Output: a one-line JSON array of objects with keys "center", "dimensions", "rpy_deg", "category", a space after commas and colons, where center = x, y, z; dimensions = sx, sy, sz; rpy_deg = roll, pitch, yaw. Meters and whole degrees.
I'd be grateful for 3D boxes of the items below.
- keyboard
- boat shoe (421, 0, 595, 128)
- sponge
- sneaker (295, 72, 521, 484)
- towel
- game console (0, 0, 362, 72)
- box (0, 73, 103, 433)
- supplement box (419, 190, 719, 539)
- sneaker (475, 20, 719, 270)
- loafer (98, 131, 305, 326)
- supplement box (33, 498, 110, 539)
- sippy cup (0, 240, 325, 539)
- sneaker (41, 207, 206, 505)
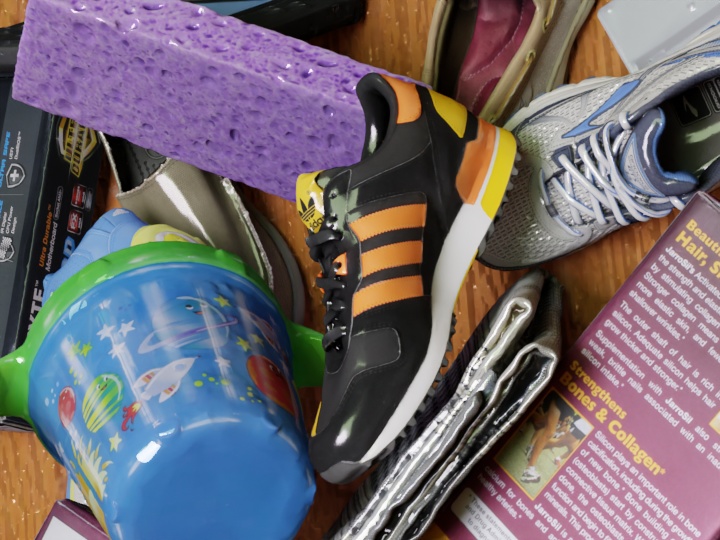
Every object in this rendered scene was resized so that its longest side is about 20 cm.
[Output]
[{"center": [0.208, -0.161, 1.109], "dimensions": [0.200, 0.011, 0.056], "rpy_deg": [-34, 58, 18], "category": "keyboard"}, {"center": [0.076, -0.143, 1.144], "dimensions": [0.074, 0.066, 0.200], "rpy_deg": [5, 80, 30], "category": "boat shoe"}, {"center": [-0.072, -0.087, 1.136], "dimensions": [0.200, 0.112, 0.030], "rpy_deg": [19, 62, -4], "category": "sponge"}, {"center": [0.000, 0.000, 1.033], "dimensions": [0.070, 0.090, 0.200], "rpy_deg": [-39, 24, 58], "category": "sneaker"}, {"center": [0.027, 0.084, 1.049], "dimensions": [0.035, 0.200, 0.193], "rpy_deg": [38, 99, -1], "category": "towel"}, {"center": [-0.105, -0.180, 1.233], "dimensions": [0.200, 0.176, 0.116], "rpy_deg": [1, 106, 30], "category": "game console"}, {"center": [-0.226, -0.012, 1.286], "dimensions": [0.159, 0.046, 0.200], "rpy_deg": [2, 79, 37], "category": "box"}, {"center": [0.137, 0.082, 0.988], "dimensions": [0.200, 0.086, 0.110], "rpy_deg": [-51, 57, 11], "category": "supplement box"}, {"center": [0.127, -0.058, 1.067], "dimensions": [0.200, 0.085, 0.077], "rpy_deg": [-32, 101, 20], "category": "sneaker"}, {"center": [-0.097, -0.028, 1.212], "dimensions": [0.075, 0.070, 0.200], "rpy_deg": [-39, 61, 16], "category": "loafer"}, {"center": [-0.066, 0.206, 1.099], "dimensions": [0.200, 0.131, 0.103], "rpy_deg": [30, 93, 33], "category": "supplement box"}, {"center": [-0.083, 0.075, 1.068], "dimensions": [0.178, 0.140, 0.130], "rpy_deg": [-34, 34, 3], "category": "sippy cup"}, {"center": [-0.125, 0.057, 1.190], "dimensions": [0.105, 0.076, 0.200], "rpy_deg": [43, 124, 43], "category": "sneaker"}]
